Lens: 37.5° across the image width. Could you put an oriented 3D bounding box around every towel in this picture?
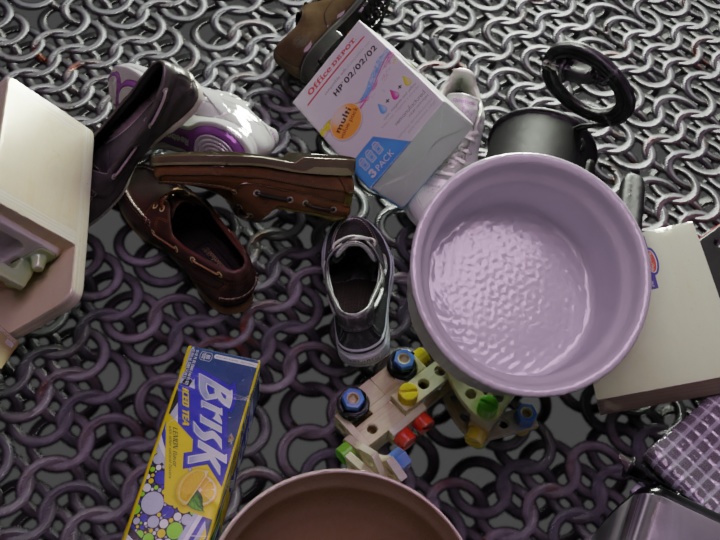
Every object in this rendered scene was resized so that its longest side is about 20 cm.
[{"bbox_3d":[0.358,0.180,0.938,0.200,0.086,0.166,-32,64,-26],"label":"towel"}]

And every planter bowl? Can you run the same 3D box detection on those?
[{"bbox_3d":[-0.018,0.270,0.796,0.199,0.135,0.201,4,54,-5],"label":"planter bowl"}]

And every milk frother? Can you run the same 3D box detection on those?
[{"bbox_3d":[0.176,-0.086,1.020,0.179,0.200,0.189,-2,49,28],"label":"milk frother"}]

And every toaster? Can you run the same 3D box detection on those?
[{"bbox_3d":[0.248,0.263,0.806,0.199,0.181,0.119,24,57,9],"label":"toaster"}]

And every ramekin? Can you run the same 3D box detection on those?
[{"bbox_3d":[0.133,0.011,0.895,0.199,0.098,0.202,1,77,-6],"label":"ramekin"}]

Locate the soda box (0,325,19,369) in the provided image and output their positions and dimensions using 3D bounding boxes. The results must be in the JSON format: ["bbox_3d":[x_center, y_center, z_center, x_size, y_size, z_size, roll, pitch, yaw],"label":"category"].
[{"bbox_3d":[-0.390,0.025,0.895,0.064,0.068,0.200,-42,104,8],"label":"soda box"}]

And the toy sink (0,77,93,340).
[{"bbox_3d":[-0.332,-0.051,0.963,0.130,0.112,0.201,-26,51,27],"label":"toy sink"}]

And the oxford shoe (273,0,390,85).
[{"bbox_3d":[-0.030,-0.297,1.236,0.084,0.073,0.200,29,55,19],"label":"oxford shoe"}]

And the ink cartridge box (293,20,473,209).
[{"bbox_3d":[0.010,-0.174,1.106,0.115,0.068,0.200,-49,53,12],"label":"ink cartridge box"}]

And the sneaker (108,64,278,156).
[{"bbox_3d":[-0.178,-0.160,1.124,0.199,0.075,0.100,31,35,16],"label":"sneaker"}]

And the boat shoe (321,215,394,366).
[{"bbox_3d":[0.000,0.000,1.006,0.072,0.071,0.201,-7,39,-3],"label":"boat shoe"}]

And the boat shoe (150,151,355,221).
[{"bbox_3d":[-0.101,-0.079,1.020,0.199,0.068,0.072,2,11,-11],"label":"boat shoe"}]

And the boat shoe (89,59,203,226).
[{"bbox_3d":[-0.240,-0.126,1.039,0.200,0.057,0.067,-47,57,5],"label":"boat shoe"}]

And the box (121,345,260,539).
[{"bbox_3d":[-0.140,0.168,0.896,0.070,0.064,0.201,12,55,2],"label":"box"}]

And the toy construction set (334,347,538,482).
[{"bbox_3d":[0.053,0.136,0.934,0.199,0.092,0.131,-28,62,-36],"label":"toy construction set"}]

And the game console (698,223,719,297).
[{"bbox_3d":[0.429,0.016,1.102,0.199,0.031,0.177,-31,69,-25],"label":"game console"}]

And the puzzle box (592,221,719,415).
[{"bbox_3d":[0.275,0.041,1.013,0.132,0.025,0.201,-12,43,12],"label":"puzzle box"}]

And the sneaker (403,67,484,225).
[{"bbox_3d":[0.088,-0.126,1.112,0.074,0.100,0.201,11,56,-2],"label":"sneaker"}]

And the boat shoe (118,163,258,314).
[{"bbox_3d":[-0.171,-0.046,1.041,0.070,0.070,0.200,-38,66,-24],"label":"boat shoe"}]
